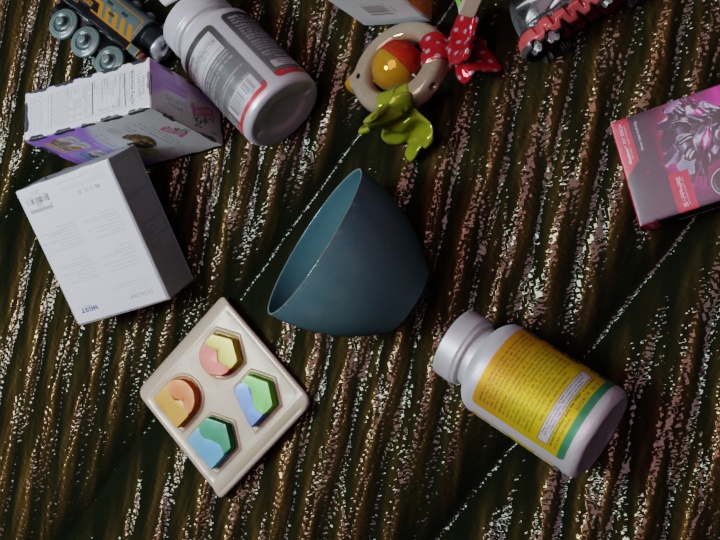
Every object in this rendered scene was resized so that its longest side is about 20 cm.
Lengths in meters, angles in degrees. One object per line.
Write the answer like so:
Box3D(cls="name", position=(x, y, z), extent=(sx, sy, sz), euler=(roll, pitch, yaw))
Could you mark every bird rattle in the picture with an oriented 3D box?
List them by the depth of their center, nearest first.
Box3D(cls="bird rattle", position=(0.060, -0.245, 1.347), extent=(0.163, 0.113, 0.200), euler=(39, 99, 40))

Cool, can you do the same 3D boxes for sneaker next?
Box3D(cls="sneaker", position=(0.255, -0.327, 1.273), extent=(0.200, 0.071, 0.098), euler=(-32, 73, 20))

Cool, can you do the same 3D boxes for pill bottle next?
Box3D(cls="pill bottle", position=(0.184, 0.130, 1.239), extent=(0.200, 0.113, 0.113), euler=(32, 99, 25))
Box3D(cls="pill bottle", position=(-0.158, -0.265, 1.440), extent=(0.114, 0.114, 0.200), euler=(-48, 67, 14))

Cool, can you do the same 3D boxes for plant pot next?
Box3D(cls="plant pot", position=(0.000, 0.000, 1.314), extent=(0.135, 0.200, 0.200), euler=(32, 101, -11))

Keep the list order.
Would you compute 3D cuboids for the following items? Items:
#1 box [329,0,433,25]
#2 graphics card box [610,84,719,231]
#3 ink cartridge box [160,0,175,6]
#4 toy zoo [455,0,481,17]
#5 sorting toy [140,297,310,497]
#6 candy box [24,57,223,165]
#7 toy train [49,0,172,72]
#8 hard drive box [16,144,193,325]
Box3D(cls="box", position=(0.029, -0.416, 1.360), extent=(0.097, 0.124, 0.200), euler=(2, 86, 25))
Box3D(cls="graphics card box", position=(0.383, -0.131, 1.204), extent=(0.200, 0.051, 0.126), euler=(-17, 77, 22))
Box3D(cls="ink cartridge box", position=(-0.176, -0.437, 1.441), extent=(0.200, 0.144, 0.084), euler=(-23, 113, 22))
Box3D(cls="toy zoo", position=(0.131, -0.406, 1.295), extent=(0.131, 0.020, 0.200), euler=(114, 158, -43))
Box3D(cls="sorting toy", position=(-0.184, 0.164, 1.452), extent=(0.185, 0.036, 0.200), euler=(-47, 68, 14))
Box3D(cls="candy box", position=(-0.310, -0.199, 1.473), extent=(0.200, 0.168, 0.072), euler=(-11, 74, 23))
Box3D(cls="toy train", position=(-0.348, -0.335, 1.559), extent=(0.200, 0.085, 0.114), euler=(39, 92, 23))
Box3D(cls="hard drive box", position=(-0.338, -0.045, 1.480), extent=(0.156, 0.077, 0.200), euler=(-15, 105, 23))
